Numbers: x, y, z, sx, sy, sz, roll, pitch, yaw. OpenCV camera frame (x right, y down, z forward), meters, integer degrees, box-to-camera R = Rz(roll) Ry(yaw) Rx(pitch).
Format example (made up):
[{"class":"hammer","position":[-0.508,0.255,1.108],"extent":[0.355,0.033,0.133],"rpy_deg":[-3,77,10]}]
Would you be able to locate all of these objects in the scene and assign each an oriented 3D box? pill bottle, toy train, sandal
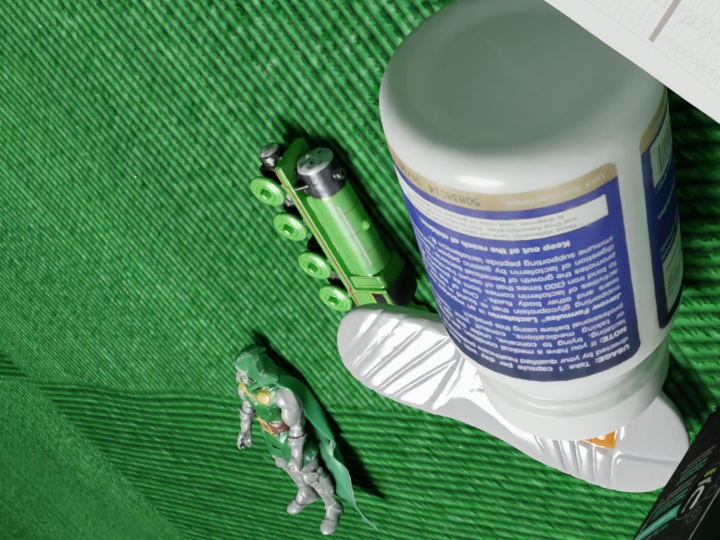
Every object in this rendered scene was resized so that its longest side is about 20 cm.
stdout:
[{"class":"pill bottle","position":[0.083,-0.018,0.626],"extent":[0.116,0.116,0.200],"rpy_deg":[22,149,32]},{"class":"toy train","position":[0.000,0.000,0.855],"extent":[0.056,0.042,0.200],"rpy_deg":[1,136,38]},{"class":"sandal","position":[0.090,0.054,0.796],"extent":[0.207,0.059,0.079],"rpy_deg":[21,125,13]}]

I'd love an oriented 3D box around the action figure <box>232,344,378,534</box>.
[{"class":"action figure","position":[-0.060,0.130,1.131],"extent":[0.118,0.055,0.200],"rpy_deg":[21,145,39]}]

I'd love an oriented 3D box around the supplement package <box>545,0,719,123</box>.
[{"class":"supplement package","position":[0.116,-0.129,0.412],"extent":[0.200,0.110,0.114],"rpy_deg":[37,154,6]}]

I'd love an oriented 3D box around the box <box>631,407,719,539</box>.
[{"class":"box","position":[0.202,0.165,0.666],"extent":[0.148,0.200,0.124],"rpy_deg":[36,154,6]}]
